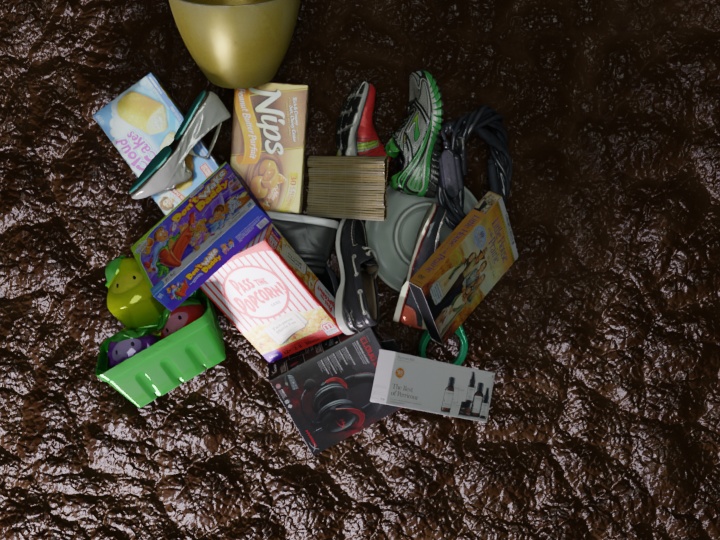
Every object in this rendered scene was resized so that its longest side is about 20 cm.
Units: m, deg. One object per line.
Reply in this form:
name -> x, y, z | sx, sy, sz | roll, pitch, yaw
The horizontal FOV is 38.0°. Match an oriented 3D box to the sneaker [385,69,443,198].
sneaker -> 0.083, -0.215, 1.614 | 0.084, 0.078, 0.202 | 4, 81, -5

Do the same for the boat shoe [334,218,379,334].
boat shoe -> 0.000, 0.000, 1.608 | 0.060, 0.074, 0.201 | -15, 55, 28

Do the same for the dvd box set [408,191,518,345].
dvd box set -> 0.161, -0.002, 1.587 | 0.029, 0.147, 0.200 | 27, 64, 36

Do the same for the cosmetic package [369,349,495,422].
cosmetic package -> 0.115, 0.180, 1.621 | 0.199, 0.051, 0.083 | 14, 82, -31

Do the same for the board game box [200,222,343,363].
board game box -> -0.137, 0.038, 1.592 | 0.151, 0.046, 0.200 | -25, 119, 28

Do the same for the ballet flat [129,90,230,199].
ballet flat -> -0.265, -0.175, 1.569 | 0.069, 0.069, 0.200 | 37, 91, -3

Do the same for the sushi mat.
sushi mat -> -0.023, -0.127, 1.588 | 0.012, 0.199, 0.096 | -5, 98, -38

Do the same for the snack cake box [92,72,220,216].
snack cake box -> -0.308, -0.191, 1.627 | 0.115, 0.067, 0.201 | -36, 94, 0

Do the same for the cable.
cable -> 0.179, -0.151, 1.615 | 0.051, 0.163, 0.201 | 9, 123, 39

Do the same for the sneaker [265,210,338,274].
sneaker -> -0.137, -0.038, 1.619 | 0.198, 0.071, 0.100 | 6, 86, 8

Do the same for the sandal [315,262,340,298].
sandal -> -0.069, 0.013, 1.658 | 0.076, 0.043, 0.201 | -26, 94, 1

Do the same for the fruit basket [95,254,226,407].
fruit basket -> -0.327, 0.076, 1.617 | 0.214, 0.156, 0.217 | -3, 110, -9

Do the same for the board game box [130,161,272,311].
board game box -> -0.240, -0.053, 1.554 | 0.200, 0.135, 0.045 | -42, 133, 3

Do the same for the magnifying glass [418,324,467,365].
magnifying glass -> 0.137, 0.070, 1.653 | 0.079, 0.022, 0.201 | 0, 111, -15

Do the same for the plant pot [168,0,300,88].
plant pot -> -0.184, -0.358, 1.571 | 0.198, 0.200, 0.143 | -1, 120, -1

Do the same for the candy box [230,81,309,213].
candy box -> -0.143, -0.193, 1.636 | 0.114, 0.055, 0.202 | 4, 94, -1

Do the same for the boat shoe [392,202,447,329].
boat shoe -> 0.103, -0.005, 1.594 | 0.062, 0.071, 0.201 | 16, 107, 3

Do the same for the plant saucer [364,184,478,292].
plant saucer -> 0.104, -0.055, 1.654 | 0.198, 0.050, 0.202 | 0, 94, 0

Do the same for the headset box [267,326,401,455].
headset box -> -0.025, 0.173, 1.643 | 0.199, 0.075, 0.149 | -28, 107, 1

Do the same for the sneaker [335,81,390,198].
sneaker -> 0.008, -0.194, 1.642 | 0.084, 0.077, 0.202 | 4, 98, -21
